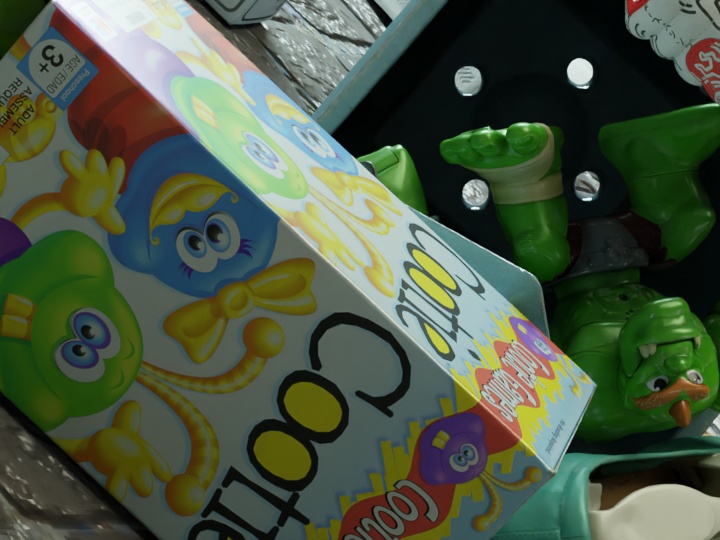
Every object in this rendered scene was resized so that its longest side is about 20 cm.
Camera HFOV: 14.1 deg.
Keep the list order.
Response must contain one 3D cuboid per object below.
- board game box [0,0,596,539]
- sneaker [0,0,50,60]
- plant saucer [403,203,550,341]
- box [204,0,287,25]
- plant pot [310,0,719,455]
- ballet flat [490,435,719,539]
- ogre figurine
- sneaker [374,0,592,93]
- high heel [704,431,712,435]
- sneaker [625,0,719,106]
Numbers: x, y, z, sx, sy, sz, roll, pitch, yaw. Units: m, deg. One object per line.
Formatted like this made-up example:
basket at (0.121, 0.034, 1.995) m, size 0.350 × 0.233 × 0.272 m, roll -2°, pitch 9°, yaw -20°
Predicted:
board game box at (-0.039, 0.015, 0.897) m, size 0.200 × 0.105 × 0.103 m, roll 42°, pitch 16°, yaw 0°
sneaker at (-0.162, -0.119, 0.994) m, size 0.200 × 0.079 × 0.089 m, roll 29°, pitch 19°, yaw -40°
plant saucer at (0.000, 0.000, 1.021) m, size 0.200 × 0.019 × 0.070 m, roll 32°, pitch -38°, yaw 48°
box at (-0.084, -0.225, 1.372) m, size 0.200 × 0.117 × 0.060 m, roll 46°, pitch 16°, yaw 6°
plant pot at (0.083, -0.047, 1.209) m, size 0.196 × 0.196 × 0.200 m, roll 40°, pitch 5°, yaw -8°
ballet flat at (0.115, 0.096, 1.061) m, size 0.200 × 0.070 × 0.068 m, roll -1°, pitch 87°, yaw -51°
ogre figurine at (0.095, 0.003, 1.071) m, size 0.200 × 0.098 × 0.120 m, roll -8°, pitch 88°, yaw -37°
sneaker at (0.067, -0.142, 1.614) m, size 0.115 × 0.074 × 0.200 m, roll 30°, pitch 30°, yaw -41°
high heel at (0.209, 0.095, 1.211) m, size 0.071 × 0.143 × 0.200 m, roll 26°, pitch 23°, yaw -44°
sneaker at (0.162, -0.128, 1.079) m, size 0.108 × 0.067 × 0.202 m, roll 36°, pitch 45°, yaw -8°
